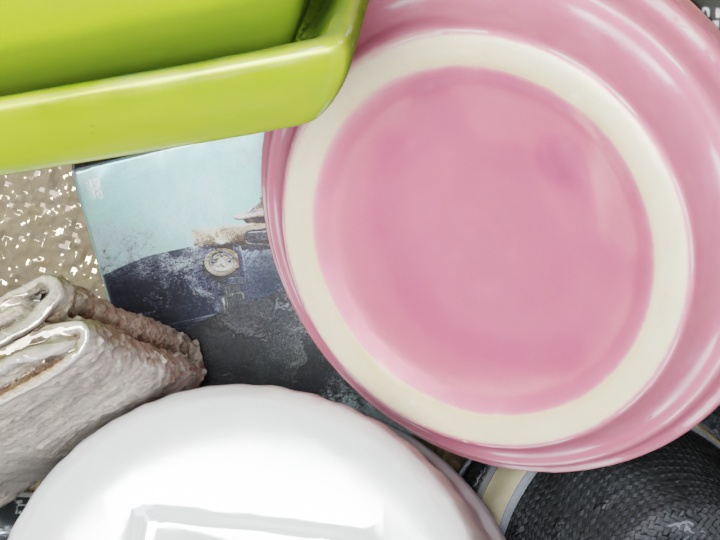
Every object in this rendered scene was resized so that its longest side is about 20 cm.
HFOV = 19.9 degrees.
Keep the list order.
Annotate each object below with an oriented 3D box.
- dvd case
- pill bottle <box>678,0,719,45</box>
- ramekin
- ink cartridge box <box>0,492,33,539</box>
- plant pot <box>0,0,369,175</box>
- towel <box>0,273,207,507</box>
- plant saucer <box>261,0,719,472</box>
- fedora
[{"bbox_3d":[0.000,0.000,0.808,0.198,0.022,0.147,-14,111,-3],"label":"dvd case"},{"bbox_3d":[0.139,-0.120,0.733,0.110,0.111,0.202,-6,111,-5],"label":"pill bottle"},{"bbox_3d":[-0.038,0.136,0.728,0.199,0.098,0.202,-2,76,6],"label":"ramekin"},{"bbox_3d":[-0.059,0.190,0.860,0.196,0.043,0.202,1,111,-9],"label":"ink cartridge box"},{"bbox_3d":[-0.090,-0.141,0.641,0.198,0.199,0.183,-8,117,9],"label":"plant pot"},{"bbox_3d":[-0.127,0.055,0.706,0.132,0.200,0.035,-30,80,4],"label":"towel"},{"bbox_3d":[0.049,-0.016,0.723,0.199,0.051,0.202,9,113,22],"label":"plant saucer"},{"bbox_3d":[0.120,0.135,0.814,0.199,0.092,0.202,-8,113,-20],"label":"fedora"}]
